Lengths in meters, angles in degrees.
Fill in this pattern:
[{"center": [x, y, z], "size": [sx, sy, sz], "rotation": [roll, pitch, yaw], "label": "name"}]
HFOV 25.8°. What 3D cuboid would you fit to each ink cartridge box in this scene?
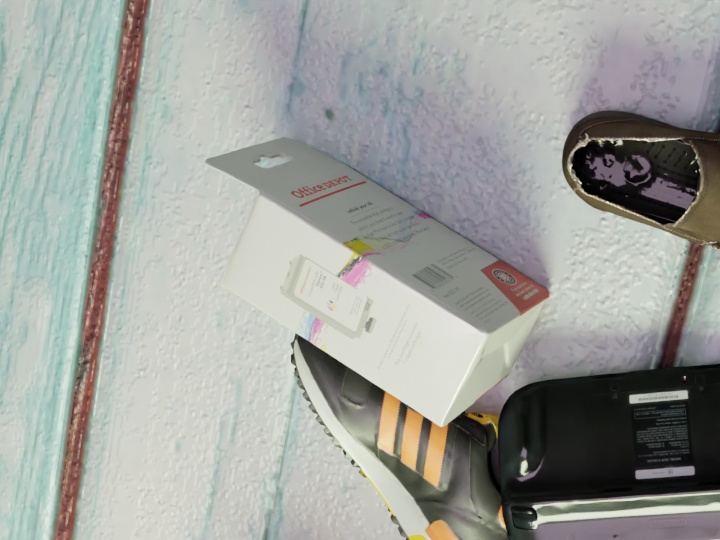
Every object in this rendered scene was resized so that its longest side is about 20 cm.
[{"center": [0.000, 0.000, 0.938], "size": [0.199, 0.116, 0.068], "rotation": [33, 113, 16], "label": "ink cartridge box"}]

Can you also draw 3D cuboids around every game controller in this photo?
[{"center": [0.176, 0.108, 0.906], "size": [0.198, 0.042, 0.105], "rotation": [-6, 67, 17], "label": "game controller"}]

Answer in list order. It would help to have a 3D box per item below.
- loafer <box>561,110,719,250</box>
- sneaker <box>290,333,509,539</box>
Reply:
[{"center": [0.199, -0.039, 0.864], "size": [0.198, 0.071, 0.074], "rotation": [10, 105, 22], "label": "loafer"}, {"center": [0.040, 0.102, 0.977], "size": [0.090, 0.070, 0.201], "rotation": [-37, 82, 7], "label": "sneaker"}]
